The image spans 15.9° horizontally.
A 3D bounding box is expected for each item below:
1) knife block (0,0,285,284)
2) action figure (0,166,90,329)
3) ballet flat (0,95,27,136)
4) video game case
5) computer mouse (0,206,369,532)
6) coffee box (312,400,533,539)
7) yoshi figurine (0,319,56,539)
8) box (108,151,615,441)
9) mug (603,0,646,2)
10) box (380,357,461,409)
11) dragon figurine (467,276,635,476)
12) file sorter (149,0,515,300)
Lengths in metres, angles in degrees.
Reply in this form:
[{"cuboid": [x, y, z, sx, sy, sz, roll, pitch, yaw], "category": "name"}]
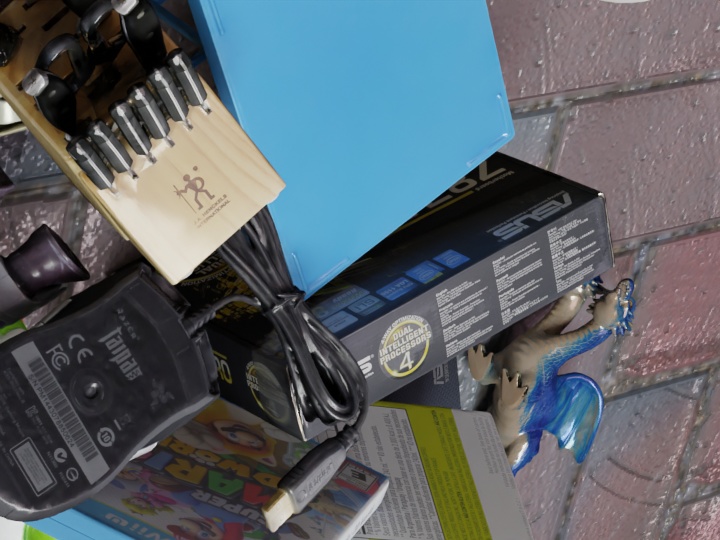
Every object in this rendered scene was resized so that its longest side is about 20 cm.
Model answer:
[{"cuboid": [-0.116, -0.086, 1.036, 0.064, 0.200, 0.176, -40, 117, -5], "category": "knife block"}, {"cuboid": [-0.214, 0.040, 1.100, 0.200, 0.130, 0.069, -39, -178, -1], "category": "action figure"}, {"cuboid": [-0.183, -0.076, 1.105, 0.199, 0.069, 0.070, -19, 131, -36], "category": "ballet flat"}, {"cuboid": [-0.075, 0.098, 1.168, 0.018, 0.142, 0.200, -67, 171, 17], "category": "video game case"}, {"cuboid": [-0.087, 0.064, 1.104, 0.200, 0.046, 0.141, -41, 101, -36], "category": "computer mouse"}, {"cuboid": [-0.030, 0.200, 1.297, 0.196, 0.201, 0.201, 6, 127, -19], "category": "coffee box"}, {"cuboid": [-0.185, 0.091, 1.194, 0.112, 0.112, 0.201, -17, 113, 6], "category": "yoshi figurine"}, {"cuboid": [0.000, 0.000, 1.273, 0.199, 0.161, 0.049, -28, 123, -27], "category": "box"}, {"cuboid": [0.119, -0.224, 1.273, 0.150, 0.185, 0.154, -68, 172, -48], "category": "mug"}, {"cuboid": [-0.014, 0.124, 1.445, 0.157, 0.051, 0.201, -30, 136, -24], "category": "box"}, {"cuboid": [0.105, 0.082, 1.530, 0.099, 0.059, 0.201, -13, 126, -39], "category": "dragon figurine"}, {"cuboid": [-0.032, -0.119, 1.180, 0.139, 0.123, 0.201, -37, 139, -18], "category": "file sorter"}]
